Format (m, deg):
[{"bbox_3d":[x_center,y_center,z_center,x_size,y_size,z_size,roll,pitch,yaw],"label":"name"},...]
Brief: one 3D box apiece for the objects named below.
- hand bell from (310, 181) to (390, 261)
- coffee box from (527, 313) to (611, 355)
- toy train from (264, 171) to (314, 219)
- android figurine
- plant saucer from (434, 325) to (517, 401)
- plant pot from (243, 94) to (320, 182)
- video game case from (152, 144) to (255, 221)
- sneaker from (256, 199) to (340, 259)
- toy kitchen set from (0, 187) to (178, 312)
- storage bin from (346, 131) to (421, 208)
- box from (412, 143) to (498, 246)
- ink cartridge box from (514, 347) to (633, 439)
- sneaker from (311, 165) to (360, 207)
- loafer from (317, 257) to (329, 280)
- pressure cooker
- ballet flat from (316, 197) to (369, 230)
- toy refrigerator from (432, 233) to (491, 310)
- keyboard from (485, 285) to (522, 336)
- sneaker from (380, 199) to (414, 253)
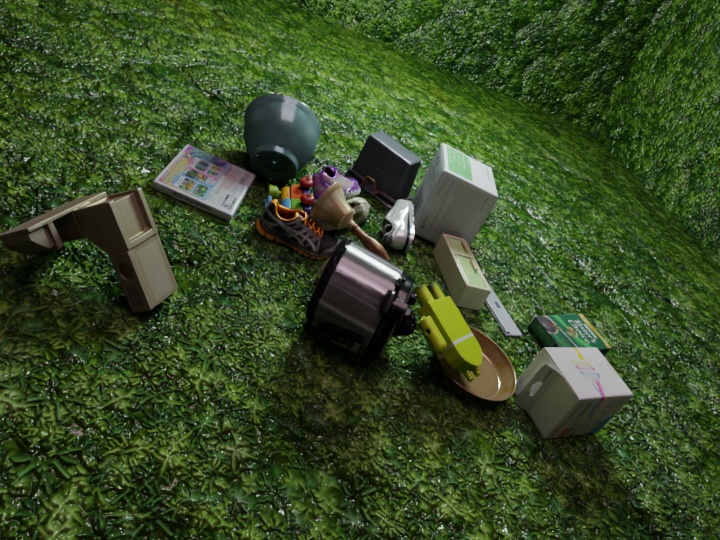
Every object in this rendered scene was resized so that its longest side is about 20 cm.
[{"bbox_3d":[-0.008,-0.089,1.215,0.199,0.105,0.104,43,35,9],"label":"hand bell"},{"bbox_3d":[0.521,0.167,1.367,0.194,0.045,0.125,3,41,-33],"label":"coffee box"},{"bbox_3d":[-0.170,-0.182,1.302,0.111,0.087,0.203,3,39,-11],"label":"toy train"},{"bbox_3d":[0.174,0.119,1.071,0.204,0.041,0.180,60,26,11],"label":"android figurine"},{"bbox_3d":[0.227,0.194,1.125,0.194,0.036,0.203,19,35,-13],"label":"plant saucer"},{"bbox_3d":[-0.203,-0.309,1.359,0.194,0.200,0.139,16,61,-17],"label":"plant pot"},{"bbox_3d":[-0.346,-0.202,1.242,0.177,0.024,0.203,23,35,-8],"label":"video game case"},{"bbox_3d":[-0.128,-0.089,1.202,0.194,0.079,0.079,19,32,-17],"label":"sneaker"},{"bbox_3d":[-0.441,-0.008,0.872,0.193,0.187,0.164,-7,21,22],"label":"toy kitchen set"},{"bbox_3d":[0.070,-0.292,1.563,0.198,0.137,0.144,37,34,16],"label":"storage bin"},{"bbox_3d":[0.253,-0.195,1.507,0.167,0.204,0.201,23,32,-8],"label":"box"},{"bbox_3d":[0.418,0.246,1.111,0.194,0.131,0.127,4,40,-31],"label":"ink cartridge box"},{"bbox_3d":[-0.063,-0.221,1.387,0.078,0.092,0.199,-6,14,28],"label":"sneaker"},{"bbox_3d":[0.000,0.000,1.184,0.195,0.070,0.076,-4,44,-40],"label":"loafer"},{"bbox_3d":[0.015,0.061,1.016,0.195,0.182,0.177,28,30,2],"label":"pressure cooker"},{"bbox_3d":[-0.025,-0.140,1.349,0.069,0.071,0.198,40,40,20],"label":"ballet flat"},{"bbox_3d":[0.250,-0.002,1.370,0.073,0.071,0.203,12,36,-21],"label":"toy refrigerator"},{"bbox_3d":[0.336,0.087,1.373,0.055,0.011,0.203,12,37,-32],"label":"keyboard"},{"bbox_3d":[0.093,-0.129,1.426,0.077,0.078,0.203,11,35,-7],"label":"sneaker"}]
